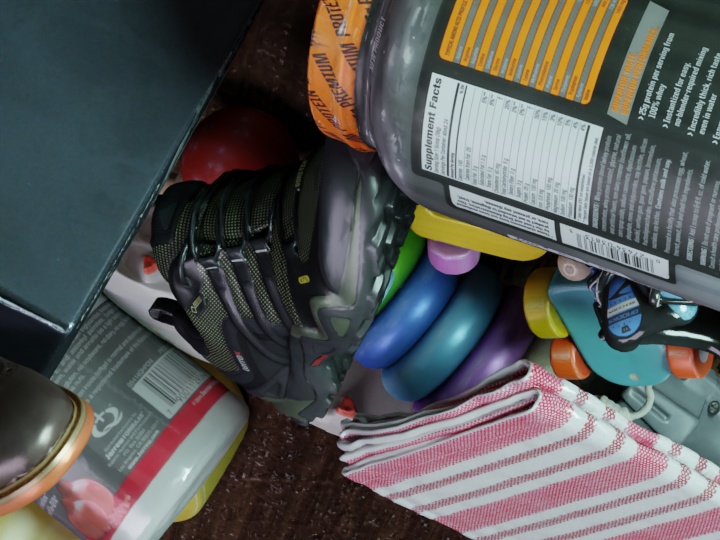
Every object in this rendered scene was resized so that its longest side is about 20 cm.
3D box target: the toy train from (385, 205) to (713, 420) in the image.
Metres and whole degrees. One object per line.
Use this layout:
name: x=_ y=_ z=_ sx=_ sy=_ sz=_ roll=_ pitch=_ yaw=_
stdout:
toy train: x=0.057 y=-0.004 z=1.057 sx=0.200 sy=0.056 sz=0.150 roll=30 pitch=144 yaw=-7

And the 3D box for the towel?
towel: x=0.105 y=0.098 z=1.091 sx=0.200 sy=0.030 sz=0.146 roll=28 pitch=151 yaw=-27

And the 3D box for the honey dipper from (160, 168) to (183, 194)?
honey dipper: x=-0.125 y=-0.050 z=1.217 sx=0.199 sy=0.038 sz=0.038 roll=15 pitch=152 yaw=32

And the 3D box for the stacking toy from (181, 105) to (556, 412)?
stacking toy: x=0.000 y=0.000 z=1.133 sx=0.200 sy=0.085 sz=0.085 roll=38 pitch=155 yaw=-8

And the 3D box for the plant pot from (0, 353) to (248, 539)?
plant pot: x=-0.195 y=0.117 z=1.433 sx=0.200 sy=0.189 sz=0.201 roll=24 pitch=155 yaw=12

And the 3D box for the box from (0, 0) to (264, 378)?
box: x=-0.142 y=-0.054 z=1.028 sx=0.124 sy=0.200 sz=0.197 roll=29 pitch=156 yaw=-4

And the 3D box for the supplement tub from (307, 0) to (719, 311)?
supplement tub: x=0.090 y=-0.062 z=0.853 sx=0.199 sy=0.123 sz=0.123 roll=20 pitch=154 yaw=21

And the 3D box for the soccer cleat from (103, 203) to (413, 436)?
soccer cleat: x=-0.055 y=0.026 z=1.259 sx=0.200 sy=0.069 sz=0.078 roll=30 pitch=162 yaw=16

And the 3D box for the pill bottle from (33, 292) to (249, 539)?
pill bottle: x=-0.167 y=0.056 z=1.300 sx=0.200 sy=0.111 sz=0.111 roll=38 pitch=156 yaw=3

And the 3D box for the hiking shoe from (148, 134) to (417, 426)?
hiking shoe: x=-0.038 y=-0.008 z=0.997 sx=0.100 sy=0.076 sz=0.200 roll=22 pitch=145 yaw=-1

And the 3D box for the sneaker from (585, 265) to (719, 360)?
sneaker: x=0.110 y=-0.017 z=0.956 sx=0.200 sy=0.090 sz=0.078 roll=32 pitch=156 yaw=-4

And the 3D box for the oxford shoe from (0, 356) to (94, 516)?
oxford shoe: x=-0.185 y=0.047 z=0.945 sx=0.199 sy=0.071 sz=0.073 roll=5 pitch=144 yaw=40

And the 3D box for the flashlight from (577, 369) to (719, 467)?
flashlight: x=0.180 y=0.110 z=1.157 sx=0.200 sy=0.068 sz=0.068 roll=37 pitch=158 yaw=-20
